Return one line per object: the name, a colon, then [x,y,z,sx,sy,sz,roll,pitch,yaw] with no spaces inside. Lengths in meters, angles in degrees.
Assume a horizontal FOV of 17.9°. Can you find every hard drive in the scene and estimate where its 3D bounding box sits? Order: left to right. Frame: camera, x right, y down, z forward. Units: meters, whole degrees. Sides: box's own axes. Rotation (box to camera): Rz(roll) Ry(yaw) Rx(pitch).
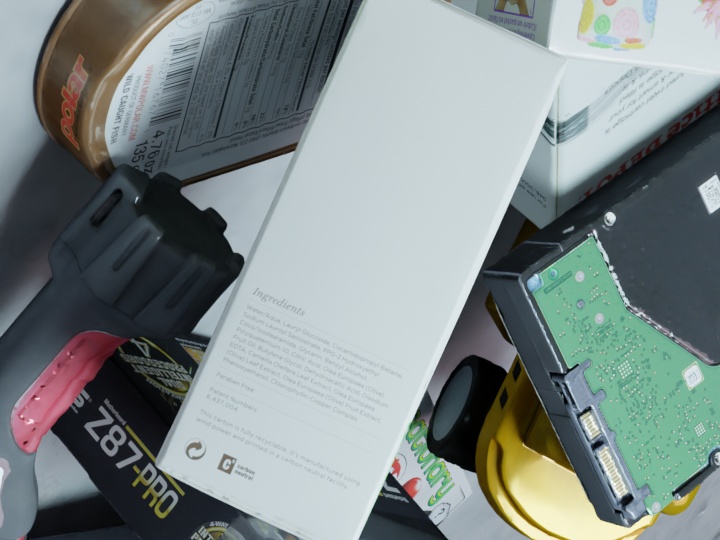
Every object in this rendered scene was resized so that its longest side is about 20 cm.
hard drive: [0.164,0.009,1.073,0.200,0.038,0.140,-35,109,-24]

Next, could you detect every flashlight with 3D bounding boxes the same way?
flashlight: [-0.123,0.050,0.920,0.200,0.068,0.068,-46,152,24]

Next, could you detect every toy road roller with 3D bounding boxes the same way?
toy road roller: [0.133,0.047,1.158,0.201,0.122,0.146,-64,-167,-3]

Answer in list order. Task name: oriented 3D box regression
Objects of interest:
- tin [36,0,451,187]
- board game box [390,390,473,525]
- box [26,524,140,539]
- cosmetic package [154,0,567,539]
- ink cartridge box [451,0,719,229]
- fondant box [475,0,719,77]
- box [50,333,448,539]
tin: [-0.040,-0.092,0.922,0.199,0.042,0.112,-21,147,-39]
board game box: [-0.010,0.116,1.234,0.126,0.035,0.200,-43,152,-9]
box: [-0.109,0.200,1.089,0.199,0.115,0.132,-3,140,-42]
cosmetic package: [0.000,0.000,0.876,0.108,0.084,0.201,77,38,-86]
ink cartridge box: [0.114,-0.130,1.034,0.146,0.083,0.201,-36,150,-20]
fondant box: [0.130,-0.179,0.895,0.143,0.058,0.202,3,99,-32]
box: [-0.046,0.097,1.024,0.049,0.161,0.200,-47,152,13]
